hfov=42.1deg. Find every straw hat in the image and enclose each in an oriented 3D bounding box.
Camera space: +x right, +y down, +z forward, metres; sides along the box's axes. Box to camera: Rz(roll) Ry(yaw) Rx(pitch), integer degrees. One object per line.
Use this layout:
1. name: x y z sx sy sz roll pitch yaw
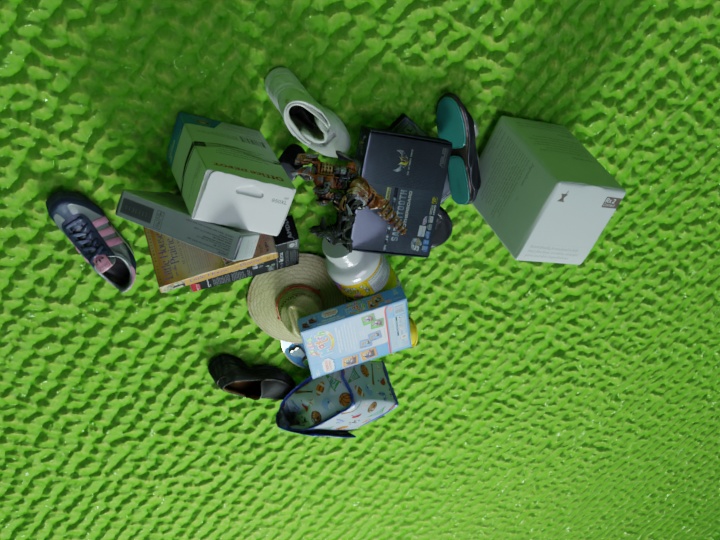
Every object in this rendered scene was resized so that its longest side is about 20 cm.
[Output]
1. straw hat: -0.107 0.076 1.709 0.197 0.086 0.204 -7 124 -10

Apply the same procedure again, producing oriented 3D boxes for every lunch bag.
1. lunch bag: -0.051 0.271 1.884 0.198 0.126 0.169 -32 155 27

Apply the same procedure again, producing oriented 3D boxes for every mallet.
1. mallet: -0.149 -0.117 1.559 0.041 0.066 0.201 29 120 -5

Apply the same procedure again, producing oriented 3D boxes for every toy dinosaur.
1. toy dinosaur: -0.023 -0.108 1.476 0.137 0.198 0.102 -63 163 2

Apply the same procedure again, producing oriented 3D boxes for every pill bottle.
1. pill bottle: 0.000 0.000 1.685 0.103 0.105 0.201 -29 141 4

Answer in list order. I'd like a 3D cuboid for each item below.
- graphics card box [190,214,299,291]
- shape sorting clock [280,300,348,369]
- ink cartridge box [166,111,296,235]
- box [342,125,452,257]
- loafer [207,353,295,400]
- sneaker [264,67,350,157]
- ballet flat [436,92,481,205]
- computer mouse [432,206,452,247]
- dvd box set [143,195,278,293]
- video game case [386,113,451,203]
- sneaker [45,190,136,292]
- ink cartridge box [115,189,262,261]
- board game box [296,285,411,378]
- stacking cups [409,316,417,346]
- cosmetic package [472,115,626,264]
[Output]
1. graphics card box: -0.202 -0.027 1.590 0.196 0.052 0.126 -14 162 -8
2. shape sorting clock: -0.060 0.122 1.828 0.196 0.039 0.202 -12 133 -13
3. ink cartridge box: -0.199 -0.147 1.410 0.142 0.201 0.085 10 118 -29
4. box: 0.059 -0.129 1.562 0.155 0.051 0.204 6 104 -24
5. loafer: -0.207 0.228 1.833 0.198 0.073 0.073 18 120 -35
6. sneaker: -0.070 -0.218 1.469 0.073 0.116 0.200 -39 134 12
7. ballet flat: 0.174 -0.214 1.610 0.072 0.073 0.203 -16 115 -9
8. computer mouse: 0.076 -0.110 1.653 0.198 0.053 0.139 27 118 -24
9. dvd box set: -0.246 -0.060 1.514 0.197 0.148 0.029 -18 159 -9
10. video game case: 0.086 -0.171 1.646 0.143 0.019 0.199 -42 132 15
11. sneaker: -0.422 -0.044 1.493 0.070 0.083 0.200 -32 134 8
12. ink cartridge box: -0.248 -0.071 1.428 0.197 0.173 0.044 21 96 8
13. board game box: -0.008 0.115 1.702 0.197 0.037 0.153 -18 141 -7
14. stacking cups: 0.012 0.137 1.809 0.197 0.061 0.061 -11 134 -22
15. cosmetic package: 0.316 -0.139 1.635 0.162 0.201 0.167 3 129 -32
